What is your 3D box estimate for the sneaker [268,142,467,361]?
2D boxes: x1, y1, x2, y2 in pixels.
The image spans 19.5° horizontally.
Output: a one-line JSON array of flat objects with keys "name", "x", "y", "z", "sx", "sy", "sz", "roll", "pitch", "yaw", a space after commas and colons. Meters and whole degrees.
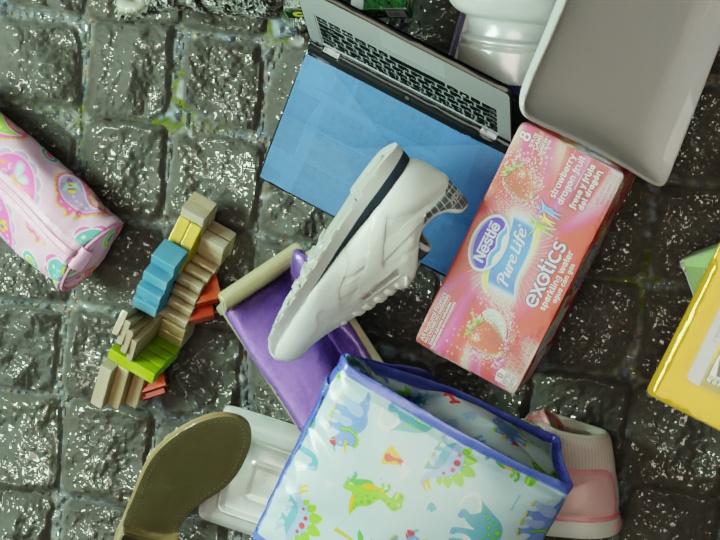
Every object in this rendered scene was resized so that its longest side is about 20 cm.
[{"name": "sneaker", "x": 0.000, "y": 0.000, "z": 1.639, "sx": 0.080, "sy": 0.076, "sz": 0.200, "roll": 33, "pitch": 108, "yaw": -11}]

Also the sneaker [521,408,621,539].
[{"name": "sneaker", "x": 0.114, "y": 0.161, "z": 1.716, "sx": 0.199, "sy": 0.075, "sz": 0.106, "roll": 1, "pitch": 102, "yaw": 7}]

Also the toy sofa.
[{"name": "toy sofa", "x": -0.032, "y": 0.083, "z": 1.721, "sx": 0.083, "sy": 0.098, "sz": 0.201, "roll": -33, "pitch": 89, "yaw": -10}]

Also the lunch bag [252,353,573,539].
[{"name": "lunch bag", "x": 0.037, "y": 0.175, "z": 1.624, "sx": 0.199, "sy": 0.128, "sz": 0.171, "roll": 24, "pitch": 105, "yaw": -10}]

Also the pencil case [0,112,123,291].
[{"name": "pencil case", "x": -0.297, "y": -0.074, "z": 1.791, "sx": 0.200, "sy": 0.087, "sz": 0.088, "roll": 43, "pitch": 106, "yaw": 5}]

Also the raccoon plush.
[{"name": "raccoon plush", "x": -0.112, "y": -0.213, "z": 1.722, "sx": 0.134, "sy": 0.097, "sz": 0.200, "roll": -39, "pitch": 87, "yaw": 24}]

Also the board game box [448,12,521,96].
[{"name": "board game box", "x": 0.157, "y": -0.235, "z": 1.670, "sx": 0.135, "sy": 0.034, "sz": 0.201, "roll": 19, "pitch": 102, "yaw": 13}]

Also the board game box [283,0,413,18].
[{"name": "board game box", "x": -0.002, "y": -0.298, "z": 1.674, "sx": 0.104, "sy": 0.023, "sz": 0.202, "roll": 1, "pitch": 76, "yaw": 11}]

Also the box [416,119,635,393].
[{"name": "box", "x": 0.135, "y": -0.016, "z": 1.674, "sx": 0.095, "sy": 0.100, "sz": 0.201, "roll": 28, "pitch": 104, "yaw": 9}]

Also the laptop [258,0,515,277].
[{"name": "laptop", "x": 0.014, "y": -0.107, "z": 1.644, "sx": 0.186, "sy": 0.200, "sz": 0.116, "roll": 28, "pitch": 81, "yaw": 10}]

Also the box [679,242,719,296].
[{"name": "box", "x": 0.369, "y": 0.025, "z": 1.651, "sx": 0.199, "sy": 0.036, "sz": 0.145, "roll": -19, "pitch": 92, "yaw": 15}]

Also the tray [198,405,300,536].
[{"name": "tray", "x": -0.039, "y": 0.195, "z": 1.790, "sx": 0.199, "sy": 0.022, "sz": 0.108, "roll": 17, "pitch": 103, "yaw": 12}]

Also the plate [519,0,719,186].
[{"name": "plate", "x": 0.204, "y": -0.185, "z": 1.584, "sx": 0.032, "sy": 0.199, "sz": 0.201, "roll": 23, "pitch": 91, "yaw": 42}]

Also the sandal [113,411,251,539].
[{"name": "sandal", "x": -0.162, "y": 0.173, "z": 1.800, "sx": 0.077, "sy": 0.070, "sz": 0.212, "roll": 16, "pitch": 125, "yaw": -23}]

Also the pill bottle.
[{"name": "pill bottle", "x": 0.126, "y": -0.245, "z": 1.596, "sx": 0.119, "sy": 0.120, "sz": 0.202, "roll": 7, "pitch": 102, "yaw": 14}]

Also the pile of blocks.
[{"name": "pile of blocks", "x": -0.159, "y": 0.037, "z": 1.769, "sx": 0.062, "sy": 0.082, "sz": 0.201, "roll": 28, "pitch": 103, "yaw": 10}]

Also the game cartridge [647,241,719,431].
[{"name": "game cartridge", "x": 0.343, "y": 0.046, "z": 1.626, "sx": 0.175, "sy": 0.032, "sz": 0.201, "roll": 27, "pitch": 105, "yaw": 10}]
